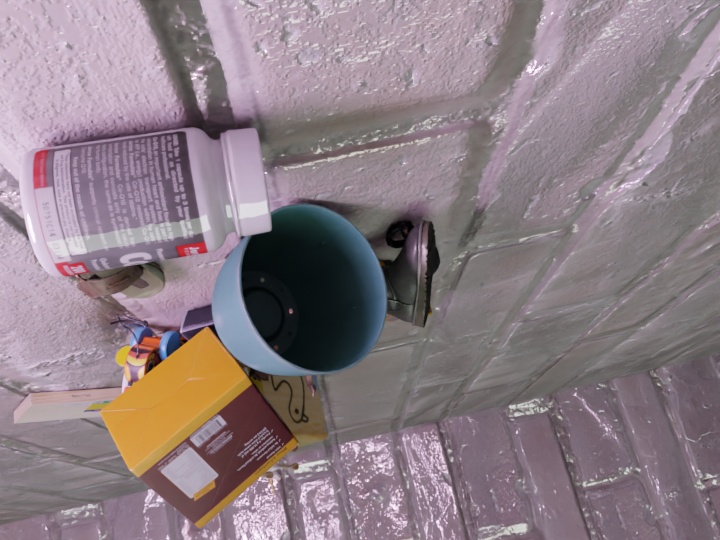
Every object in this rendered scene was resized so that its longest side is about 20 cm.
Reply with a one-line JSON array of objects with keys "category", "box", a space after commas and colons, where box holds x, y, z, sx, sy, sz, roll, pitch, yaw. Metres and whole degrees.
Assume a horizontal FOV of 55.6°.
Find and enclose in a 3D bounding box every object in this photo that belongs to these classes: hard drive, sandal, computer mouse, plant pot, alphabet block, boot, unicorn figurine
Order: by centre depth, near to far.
[{"category": "sandal", "box": [-0.296, 0.007, 0.814, 0.079, 0.058, 0.201, -19, 159, 14]}, {"category": "plant pot", "box": [-0.092, 0.038, 0.849, 0.199, 0.202, 0.161, 1, 165, -35]}, {"category": "boot", "box": [-0.001, 0.000, 0.945, 0.198, 0.073, 0.183, 12, 123, 13]}, {"category": "computer mouse", "box": [0.080, -0.024, 1.010, 0.058, 0.034, 0.200, -18, 158, 13]}, {"category": "hard drive", "box": [-0.204, 0.095, 1.120, 0.134, 0.043, 0.200, -15, 160, 3]}, {"category": "unicorn figurine", "box": [-0.178, 0.354, 1.245, 0.137, 0.074, 0.199, -17, 147, 37]}, {"category": "alphabet block", "box": [-0.209, 0.262, 1.342, 0.195, 0.197, 0.200, -25, 158, 23]}]

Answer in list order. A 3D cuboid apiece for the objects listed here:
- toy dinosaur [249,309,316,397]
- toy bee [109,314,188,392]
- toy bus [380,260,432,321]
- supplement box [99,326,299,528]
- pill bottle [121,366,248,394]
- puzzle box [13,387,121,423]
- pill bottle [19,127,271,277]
[{"category": "toy dinosaur", "box": [-0.121, 0.112, 1.077, 0.134, 0.086, 0.201, 13, 118, 4]}, {"category": "toy bee", "box": [-0.332, 0.140, 1.053, 0.130, 0.110, 0.200, 3, 165, 33]}, {"category": "toy bus", "box": [0.043, 0.037, 1.098, 0.078, 0.066, 0.200, -23, 157, 24]}, {"category": "supplement box", "box": [-0.234, 0.236, 1.026, 0.197, 0.133, 0.201, -39, 136, -14]}, {"category": "pill bottle", "box": [-0.299, 0.203, 1.182, 0.198, 0.113, 0.112, 1, 159, 2]}, {"category": "puzzle box", "box": [-0.567, 0.267, 1.357, 0.199, 0.026, 0.133, 4, 153, -40]}, {"category": "pill bottle", "box": [-0.185, -0.066, 0.616, 0.198, 0.115, 0.114, -10, 159, -9]}]
